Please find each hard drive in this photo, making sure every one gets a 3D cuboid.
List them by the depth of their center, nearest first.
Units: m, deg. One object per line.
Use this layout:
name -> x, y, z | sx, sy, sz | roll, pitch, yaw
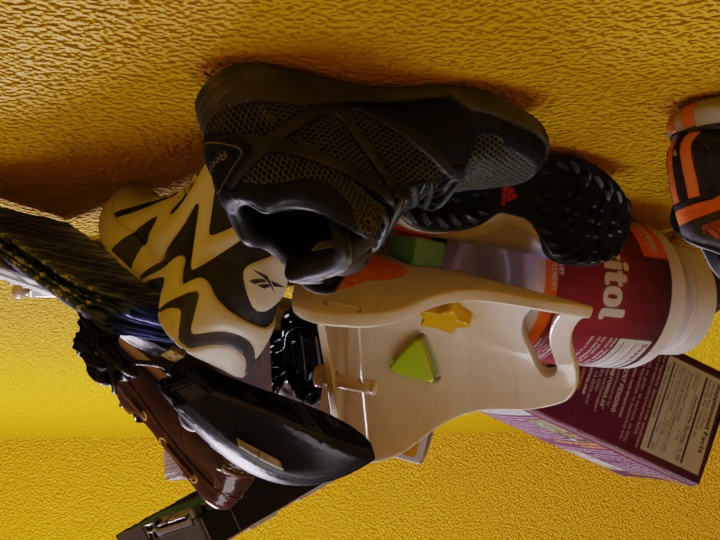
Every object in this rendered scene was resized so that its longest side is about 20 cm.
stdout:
hard drive -> -0.080, 0.171, 1.025 | 0.199, 0.038, 0.139 | -23, 177, -41

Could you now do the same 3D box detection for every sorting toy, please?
sorting toy -> 0.057, 0.044, 0.842 | 0.178, 0.108, 0.201 | 6, 148, 6

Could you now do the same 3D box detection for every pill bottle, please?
pill bottle -> 0.166, 0.014, 0.965 | 0.198, 0.114, 0.113 | 6, 167, -33

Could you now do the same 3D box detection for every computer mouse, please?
computer mouse -> -0.095, 0.085, 0.810 | 0.198, 0.046, 0.140 | 23, -177, -24

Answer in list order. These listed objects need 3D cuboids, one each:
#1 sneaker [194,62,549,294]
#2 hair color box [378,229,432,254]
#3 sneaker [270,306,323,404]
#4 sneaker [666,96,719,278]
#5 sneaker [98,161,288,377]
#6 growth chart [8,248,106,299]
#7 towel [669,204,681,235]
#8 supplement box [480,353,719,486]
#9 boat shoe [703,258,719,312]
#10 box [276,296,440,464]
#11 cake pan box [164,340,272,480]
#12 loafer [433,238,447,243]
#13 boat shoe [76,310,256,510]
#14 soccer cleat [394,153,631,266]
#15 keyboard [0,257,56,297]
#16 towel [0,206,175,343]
sneaker -> 0.015, -0.040, 0.678 | 0.197, 0.115, 0.076 | 3, 152, -27
hair color box -> 0.000, 0.000, 1.009 | 0.100, 0.062, 0.200 | 0, 167, -2
sneaker -> -0.026, 0.065, 1.024 | 0.078, 0.075, 0.200 | -4, 176, -17
sneaker -> 0.270, -0.034, 0.742 | 0.197, 0.114, 0.078 | 0, 169, -6
sneaker -> -0.087, -0.037, 0.800 | 0.079, 0.130, 0.199 | 31, -171, -30
growth chart -> -0.241, 0.003, 1.112 | 0.143, 0.018, 0.200 | 0, 169, -9
towel -> 0.322, -0.039, 0.884 | 0.197, 0.049, 0.112 | 0, 169, -9
supplement box -> 0.193, 0.099, 1.116 | 0.198, 0.104, 0.131 | 25, 168, -15
boat shoe -> 0.259, 0.015, 1.112 | 0.072, 0.075, 0.200 | -8, 180, -19
box -> -0.021, 0.094, 1.182 | 0.198, 0.103, 0.112 | 15, -176, 7
cake pan box -> -0.118, 0.068, 1.022 | 0.052, 0.187, 0.200 | 3, 167, -19
loafer -> 0.085, 0.019, 1.074 | 0.070, 0.074, 0.200 | -1, 169, -1
boat shoe -> -0.140, 0.080, 0.898 | 0.070, 0.200, 0.071 | -1, 128, -50
soccer cleat -> 0.086, -0.045, 0.823 | 0.198, 0.069, 0.073 | 7, -178, -32
keyboard -> -0.204, 0.003, 0.849 | 0.199, 0.011, 0.056 | 22, -167, -33
towel -> -0.180, -0.004, 0.859 | 0.199, 0.024, 0.144 | 30, -173, 31
